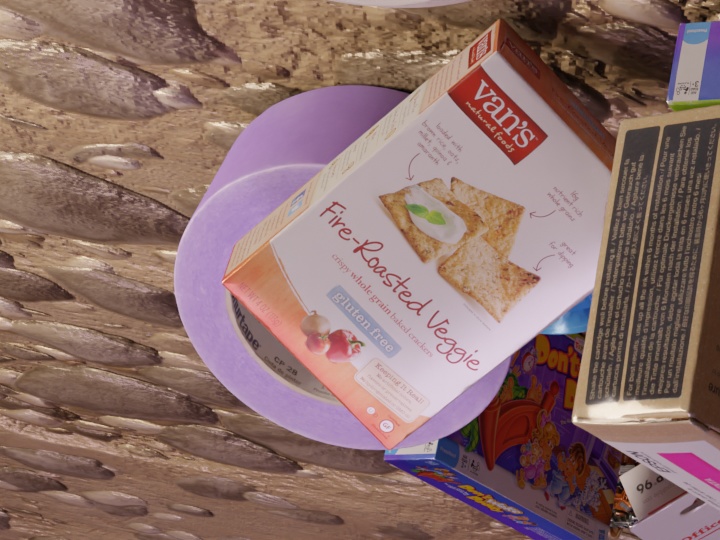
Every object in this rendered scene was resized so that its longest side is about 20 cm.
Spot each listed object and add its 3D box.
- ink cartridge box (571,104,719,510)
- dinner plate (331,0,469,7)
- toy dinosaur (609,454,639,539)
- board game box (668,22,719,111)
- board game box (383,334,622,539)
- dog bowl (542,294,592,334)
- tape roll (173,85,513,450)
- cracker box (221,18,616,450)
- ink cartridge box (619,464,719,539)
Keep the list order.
[{"bbox_3d":[0.198,0.032,1.335,0.075,0.165,0.200,-5,155,39],"label":"ink cartridge box"},{"bbox_3d":[-0.009,-0.167,1.292,0.200,0.024,0.200,9,161,3],"label":"dinner plate"},{"bbox_3d":[0.239,0.187,2.068,0.200,0.102,0.136,40,136,-13],"label":"toy dinosaur"},{"bbox_3d":[0.272,-0.079,1.320,0.200,0.045,0.134,-1,157,33],"label":"board game box"},{"bbox_3d":[0.105,0.097,1.809,0.045,0.135,0.200,-5,156,40],"label":"board game box"},{"bbox_3d":[0.116,-0.013,1.620,0.111,0.050,0.200,17,160,-16],"label":"dog bowl"},{"bbox_3d":[0.000,0.000,1.525,0.200,0.085,0.200,9,127,12],"label":"tape roll"},{"bbox_3d":[0.044,-0.017,1.407,0.200,0.058,0.134,-40,104,20],"label":"cracker box"},{"bbox_3d":[0.271,0.166,1.941,0.116,0.068,0.200,-33,144,15],"label":"ink cartridge box"}]
